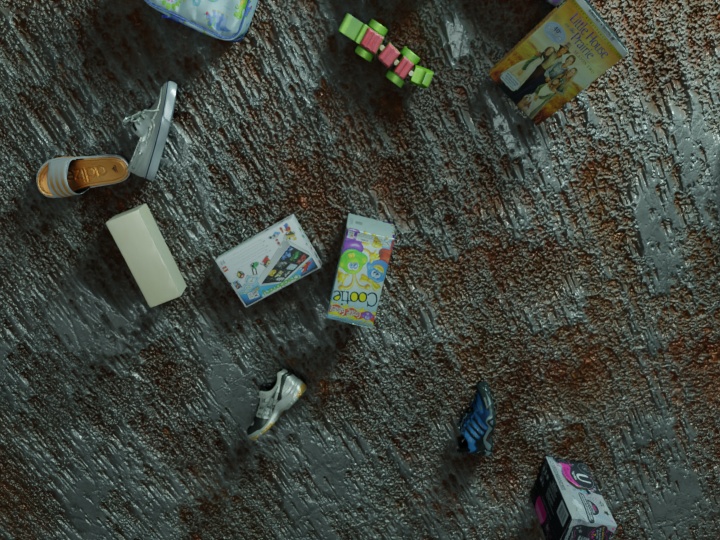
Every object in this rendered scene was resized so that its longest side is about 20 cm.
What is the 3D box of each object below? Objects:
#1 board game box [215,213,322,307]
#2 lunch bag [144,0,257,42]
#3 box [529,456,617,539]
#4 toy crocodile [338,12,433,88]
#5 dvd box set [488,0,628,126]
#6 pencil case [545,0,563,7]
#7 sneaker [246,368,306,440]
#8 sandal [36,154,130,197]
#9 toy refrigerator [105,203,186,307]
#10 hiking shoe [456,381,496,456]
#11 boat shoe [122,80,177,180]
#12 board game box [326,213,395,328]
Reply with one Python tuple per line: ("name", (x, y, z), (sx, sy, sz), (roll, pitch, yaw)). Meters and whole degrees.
("board game box", (-0.198, -0.019, 1.215), (0.198, 0.035, 0.127), (-27, 107, 11))
("lunch bag", (-0.283, -0.514, 1.002), (0.197, 0.083, 0.163), (22, 109, -7))
("box", (0.501, 0.567, 1.330), (0.113, 0.201, 0.134), (11, 112, -5))
("toy crocodile", (0.048, -0.406, 1.045), (0.199, 0.062, 0.068), (35, 108, -11))
("dvd box set", (0.355, -0.379, 1.019), (0.146, 0.030, 0.199), (39, 130, -17))
("pencil case", (0.324, -0.528, 0.976), (0.198, 0.084, 0.086), (29, 120, -8))
("sneaker", (-0.216, 0.315, 1.334), (0.088, 0.076, 0.200), (42, 104, 3))
("sandal", (-0.578, -0.196, 1.145), (0.203, 0.059, 0.080), (-11, 110, 6))
("toy refrigerator", (-0.455, -0.032, 1.201), (0.075, 0.070, 0.203), (-21, 110, 2))
("hiking shoe", (0.272, 0.358, 1.324), (0.085, 0.075, 0.204), (-3, 111, 2))
("boat shoe", (-0.421, -0.281, 1.098), (0.085, 0.075, 0.204), (16, 118, -23))
("board game box", (0.000, 0.000, 1.179), (0.101, 0.105, 0.203), (12, 112, -4))
